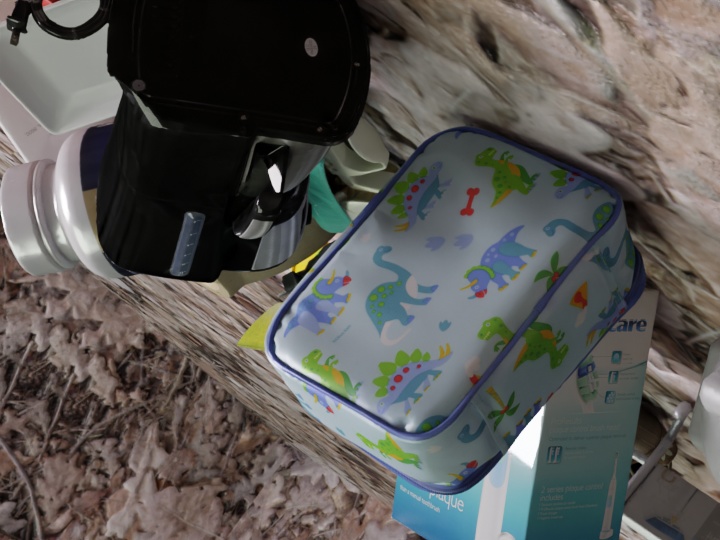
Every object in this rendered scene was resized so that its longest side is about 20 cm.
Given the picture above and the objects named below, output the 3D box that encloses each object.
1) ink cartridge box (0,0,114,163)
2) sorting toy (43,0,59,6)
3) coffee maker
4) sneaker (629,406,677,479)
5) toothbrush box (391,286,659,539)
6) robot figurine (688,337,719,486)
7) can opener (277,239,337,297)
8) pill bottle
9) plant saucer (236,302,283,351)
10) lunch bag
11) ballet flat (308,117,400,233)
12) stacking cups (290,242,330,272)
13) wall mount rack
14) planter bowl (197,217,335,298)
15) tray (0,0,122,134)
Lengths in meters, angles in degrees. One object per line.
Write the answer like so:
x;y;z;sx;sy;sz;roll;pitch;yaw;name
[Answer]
-0.268;-0.175;1.250;0.200;0.084;0.145;56;176;-10;ink cartridge box
-0.182;-0.206;1.082;0.200;0.070;0.199;29;167;35;sorting toy
-0.105;-0.092;0.964;0.192;0.135;0.200;29;151;-1;coffee maker
0.221;0.162;1.363;0.076;0.070;0.200;33;169;15;sneaker
0.105;0.092;1.071;0.085;0.200;0.146;2;-168;-34;toothbrush box
0.250;0.081;0.808;0.170;0.113;0.200;11;-178;-27;robot figurine
0.000;0.000;1.252;0.200;0.053;0.066;-33;77;55;can opener
-0.147;-0.056;1.151;0.200;0.111;0.111;-13;153;11;pill bottle
0.004;0.060;1.503;0.200;0.048;0.200;6;178;-17;plant saucer
0.053;0.017;0.932;0.161;0.200;0.082;26;158;38;lunch bag
-0.010;-0.071;1.133;0.070;0.067;0.200;16;164;23;ballet flat
0.000;0.003;1.439;0.061;0.061;0.200;40;166;-19;stacking cups
0.236;0.181;1.144;0.200;0.174;0.075;34;134;17;wall mount rack
-0.112;-0.064;1.289;0.200;0.135;0.200;35;169;8;planter bowl
-0.134;-0.149;1.008;0.200;0.022;0.107;-16;143;18;tray
